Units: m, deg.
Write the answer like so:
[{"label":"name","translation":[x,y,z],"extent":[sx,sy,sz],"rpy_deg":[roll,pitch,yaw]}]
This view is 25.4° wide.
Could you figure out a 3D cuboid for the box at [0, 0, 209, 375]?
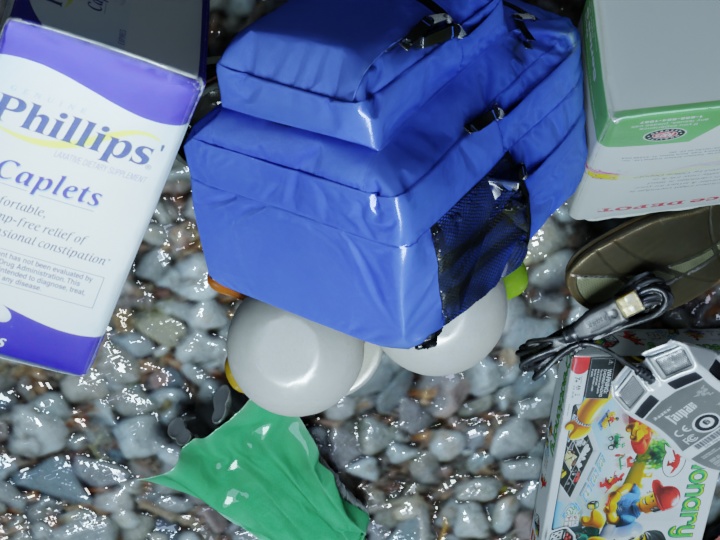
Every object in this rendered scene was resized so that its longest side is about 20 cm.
[{"label":"box","translation":[-0.163,-0.081,0.888],"extent":[0.104,0.184,0.201],"rpy_deg":[17,122,-15]}]

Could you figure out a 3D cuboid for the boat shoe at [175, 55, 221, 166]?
[{"label":"boat shoe","translation":[-0.022,-0.106,0.959],"extent":[0.200,0.063,0.074],"rpy_deg":[-14,122,-1]}]

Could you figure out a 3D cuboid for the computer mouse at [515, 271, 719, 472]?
[{"label":"computer mouse","translation":[0.204,0.073,1.068],"extent":[0.109,0.044,0.200],"rpy_deg":[-38,126,25]}]

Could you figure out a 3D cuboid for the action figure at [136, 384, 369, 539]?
[{"label":"action figure","translation":[-0.054,0.159,1.143],"extent":[0.118,0.055,0.200],"rpy_deg":[-32,128,14]}]

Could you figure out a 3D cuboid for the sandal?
[{"label":"sandal","translation":[0.219,-0.039,1.039],"extent":[0.199,0.055,0.082],"rpy_deg":[-36,128,1]}]

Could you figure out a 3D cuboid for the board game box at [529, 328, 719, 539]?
[{"label":"board game box","translation":[0.198,0.131,1.160],"extent":[0.125,0.035,0.201],"rpy_deg":[0,124,-7]}]

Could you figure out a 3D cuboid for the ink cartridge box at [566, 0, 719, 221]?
[{"label":"ink cartridge box","translation":[0.194,-0.098,0.908],"extent":[0.144,0.088,0.200],"rpy_deg":[-6,165,0]}]

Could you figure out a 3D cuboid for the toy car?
[{"label":"toy car","translation":[0.000,0.000,0.996],"extent":[0.199,0.175,0.151],"rpy_deg":[-16,88,6]}]

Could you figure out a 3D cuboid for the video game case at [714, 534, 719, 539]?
[{"label":"video game case","translation":[0.332,0.209,1.217],"extent":[0.142,0.018,0.200],"rpy_deg":[22,120,-37]}]

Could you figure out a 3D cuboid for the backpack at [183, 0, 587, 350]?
[{"label":"backpack","translation":[0.030,-0.078,0.838],"extent":[0.162,0.200,0.169],"rpy_deg":[24,133,31]}]
